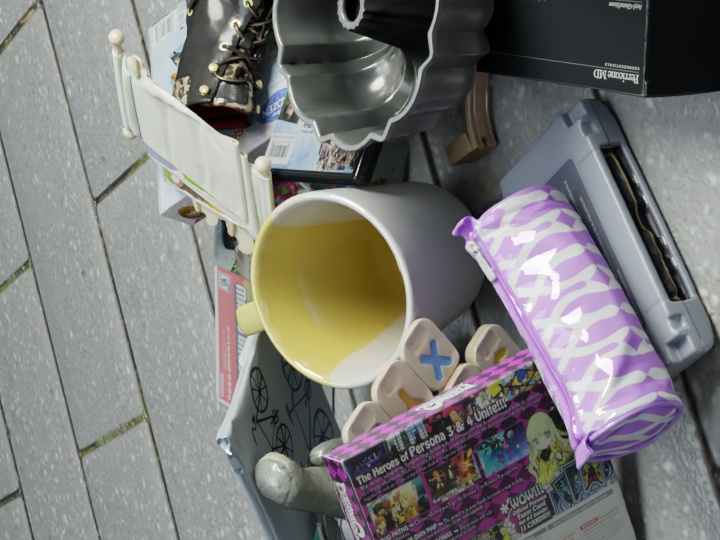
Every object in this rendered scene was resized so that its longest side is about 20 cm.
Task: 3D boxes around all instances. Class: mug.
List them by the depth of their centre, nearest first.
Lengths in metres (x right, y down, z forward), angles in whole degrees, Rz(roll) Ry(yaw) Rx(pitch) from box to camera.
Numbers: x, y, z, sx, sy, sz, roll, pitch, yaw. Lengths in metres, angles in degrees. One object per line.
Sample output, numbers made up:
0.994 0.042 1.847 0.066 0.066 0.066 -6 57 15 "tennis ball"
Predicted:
0.005 -0.007 1.439 0.186 0.153 0.150 18 114 32 "mug"

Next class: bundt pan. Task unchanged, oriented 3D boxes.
0.022 -0.185 1.310 0.202 0.076 0.203 6 97 54 "bundt pan"

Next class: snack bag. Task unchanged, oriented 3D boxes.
-0.066 0.138 1.528 0.200 0.021 0.189 -76 -28 -49 "snack bag"

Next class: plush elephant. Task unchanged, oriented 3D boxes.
0.052 0.141 1.449 0.164 0.200 0.155 28 100 38 "plush elephant"

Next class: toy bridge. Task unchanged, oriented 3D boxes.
0.066 -0.187 1.443 0.067 0.027 0.201 -34 69 55 "toy bridge"

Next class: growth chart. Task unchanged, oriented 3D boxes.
-0.136 -0.094 1.522 0.200 0.018 0.145 40 152 20 "growth chart"

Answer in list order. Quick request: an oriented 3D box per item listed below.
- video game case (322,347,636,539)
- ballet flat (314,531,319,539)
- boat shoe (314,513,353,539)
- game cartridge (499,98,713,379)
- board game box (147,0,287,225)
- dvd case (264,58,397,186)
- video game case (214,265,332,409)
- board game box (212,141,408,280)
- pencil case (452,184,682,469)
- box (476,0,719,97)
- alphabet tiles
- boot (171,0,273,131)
0.090 0.169 1.298 0.036 0.200 0.182 6 119 62 "video game case"
-0.009 0.203 1.642 0.200 0.072 0.072 -26 76 56 "ballet flat"
0.016 0.273 1.560 0.068 0.072 0.200 -4 119 43 "boat shoe"
0.168 -0.004 1.319 0.133 0.041 0.201 -45 60 49 "game cartridge"
-0.104 -0.170 1.607 0.200 0.041 0.200 -30 54 38 "board game box"
-0.006 -0.162 1.440 0.143 0.018 0.201 8 77 56 "dvd case"
-0.085 0.084 1.772 0.200 0.017 0.144 22 116 54 "video game case"
-0.047 -0.055 1.610 0.200 0.064 0.148 22 112 49 "board game box"
0.140 0.034 1.261 0.200 0.085 0.084 61 143 27 "pencil case"
0.155 -0.196 1.247 0.200 0.079 0.142 19 109 55 "box"
0.076 0.139 1.342 0.015 0.200 0.196 -9 128 50 "alphabet tiles"
-0.090 -0.199 1.514 0.200 0.073 0.151 -8 68 50 "boot"
